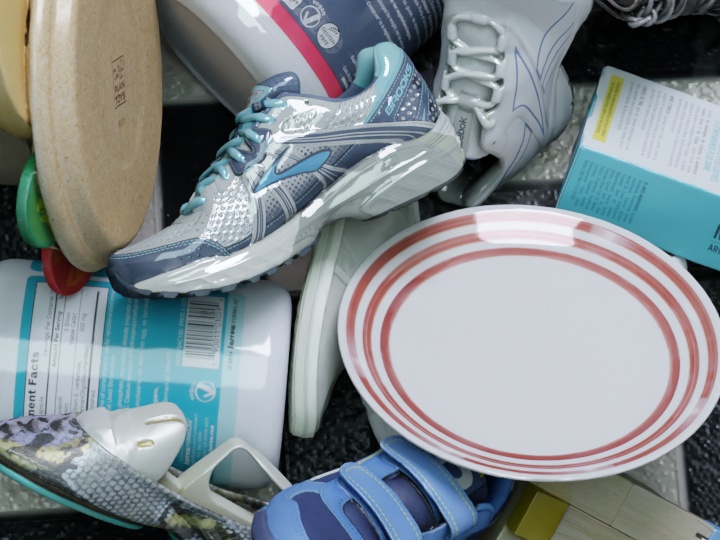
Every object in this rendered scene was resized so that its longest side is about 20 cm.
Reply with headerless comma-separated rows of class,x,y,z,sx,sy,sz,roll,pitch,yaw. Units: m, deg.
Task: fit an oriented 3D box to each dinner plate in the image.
dinner plate,0.087,0.040,1.442,0.198,0.024,0.201,4,42,-3

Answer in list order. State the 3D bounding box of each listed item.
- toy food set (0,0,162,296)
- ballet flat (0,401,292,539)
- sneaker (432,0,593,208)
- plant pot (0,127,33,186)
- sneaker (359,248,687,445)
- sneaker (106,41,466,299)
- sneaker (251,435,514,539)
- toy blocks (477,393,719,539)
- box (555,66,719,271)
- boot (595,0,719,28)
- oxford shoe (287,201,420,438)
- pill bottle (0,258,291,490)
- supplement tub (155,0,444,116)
toy food set,-0.143,-0.092,1.419,0.048,0.200,0.199,-1,119,10
ballet flat,-0.092,0.105,1.417,0.200,0.072,0.072,30,75,-22
sneaker,0.073,-0.107,1.480,0.074,0.201,0.087,21,58,21
plant pot,-0.253,-0.134,1.499,0.198,0.187,0.189,-1,76,12
sneaker,0.093,0.051,1.528,0.199,0.073,0.085,-25,112,-16
sneaker,-0.048,-0.051,1.434,0.199,0.078,0.087,-28,103,-21
sneaker,0.014,0.119,1.395,0.082,0.200,0.074,-39,82,24
toy blocks,0.116,0.181,1.474,0.136,0.100,0.201,29,92,-10
box,0.211,-0.039,1.536,0.199,0.049,0.082,20,40,2
boot,0.183,-0.148,1.518,0.200,0.174,0.069,47,120,15
oxford shoe,0.000,0.000,1.503,0.057,0.075,0.201,16,56,0
pill bottle,-0.138,0.052,1.480,0.198,0.111,0.112,5,76,-2
supplement tub,-0.008,-0.177,1.527,0.140,0.140,0.200,44,78,7
